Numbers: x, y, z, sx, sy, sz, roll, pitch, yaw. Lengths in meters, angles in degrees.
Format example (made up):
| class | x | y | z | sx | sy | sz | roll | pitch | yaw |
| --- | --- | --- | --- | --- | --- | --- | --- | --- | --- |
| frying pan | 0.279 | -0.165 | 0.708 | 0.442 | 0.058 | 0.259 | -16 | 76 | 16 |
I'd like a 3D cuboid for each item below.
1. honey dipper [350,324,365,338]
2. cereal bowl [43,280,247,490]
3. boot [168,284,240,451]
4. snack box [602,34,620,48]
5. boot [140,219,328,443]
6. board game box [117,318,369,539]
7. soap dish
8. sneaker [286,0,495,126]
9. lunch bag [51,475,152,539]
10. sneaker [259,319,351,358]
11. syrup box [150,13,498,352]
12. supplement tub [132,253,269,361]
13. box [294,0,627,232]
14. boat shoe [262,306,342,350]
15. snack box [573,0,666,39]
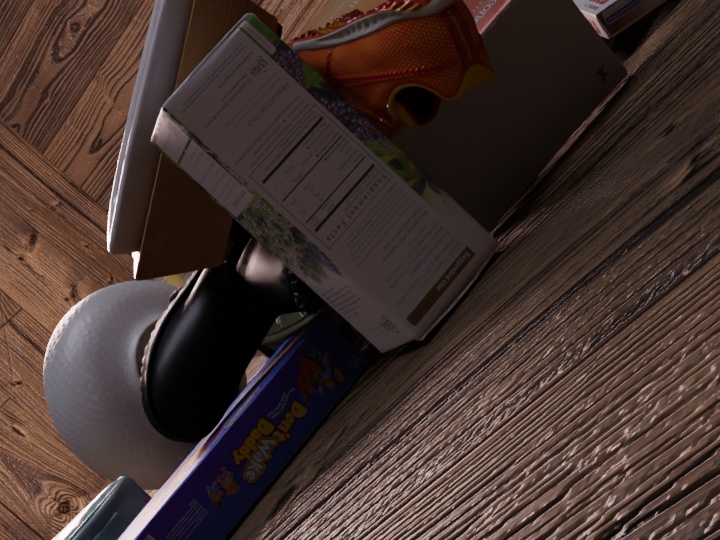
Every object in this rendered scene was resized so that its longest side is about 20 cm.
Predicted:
| class | x | y | z | sx | sy | sz | roll | pitch | yaw |
| --- | --- | --- | --- | --- | --- | --- | --- | --- | --- |
| honey dipper | -0.020 | -0.025 | 0.952 | 0.038 | 0.038 | 0.200 | -47 | 39 | 15 |
| cereal bowl | -0.186 | 0.098 | 1.208 | 0.083 | 0.200 | 0.200 | -29 | 17 | 47 |
| boot | -0.115 | 0.089 | 1.079 | 0.067 | 0.131 | 0.200 | -13 | -20 | -24 |
| snack box | 0.148 | -0.150 | 1.040 | 0.116 | 0.037 | 0.200 | -42 | 8 | 46 |
| boot | -0.065 | 0.020 | 0.875 | 0.162 | 0.073 | 0.199 | -14 | 48 | 58 |
| board game box | -0.086 | 0.129 | 0.898 | 0.200 | 0.045 | 0.134 | -50 | 4 | -16 |
| soap dish | -0.116 | -0.104 | 0.886 | 0.157 | 0.081 | 0.201 | -125 | 47 | -73 |
| sneaker | 0.005 | -0.116 | 0.768 | 0.073 | 0.077 | 0.200 | -30 | 15 | -20 |
| lunch bag | -0.231 | 0.259 | 1.002 | 0.160 | 0.077 | 0.200 | -42 | 8 | 48 |
| sneaker | -0.053 | 0.048 | 1.120 | 0.076 | 0.091 | 0.200 | -38 | 24 | -14 |
| syrup box | -0.023 | -0.047 | 0.771 | 0.082 | 0.200 | 0.079 | -50 | 5 | -16 |
| supplement tub | -0.115 | -0.004 | 1.324 | 0.146 | 0.200 | 0.145 | -49 | 5 | 5 |
| box | 0.053 | -0.136 | 0.889 | 0.152 | 0.106 | 0.200 | -49 | 34 | -2 |
| boat shoe | 0.000 | 0.000 | 0.996 | 0.200 | 0.068 | 0.075 | -40 | 48 | 25 |
| snack box | 0.185 | -0.217 | 0.993 | 0.072 | 0.024 | 0.200 | -35 | 18 | 4 |
